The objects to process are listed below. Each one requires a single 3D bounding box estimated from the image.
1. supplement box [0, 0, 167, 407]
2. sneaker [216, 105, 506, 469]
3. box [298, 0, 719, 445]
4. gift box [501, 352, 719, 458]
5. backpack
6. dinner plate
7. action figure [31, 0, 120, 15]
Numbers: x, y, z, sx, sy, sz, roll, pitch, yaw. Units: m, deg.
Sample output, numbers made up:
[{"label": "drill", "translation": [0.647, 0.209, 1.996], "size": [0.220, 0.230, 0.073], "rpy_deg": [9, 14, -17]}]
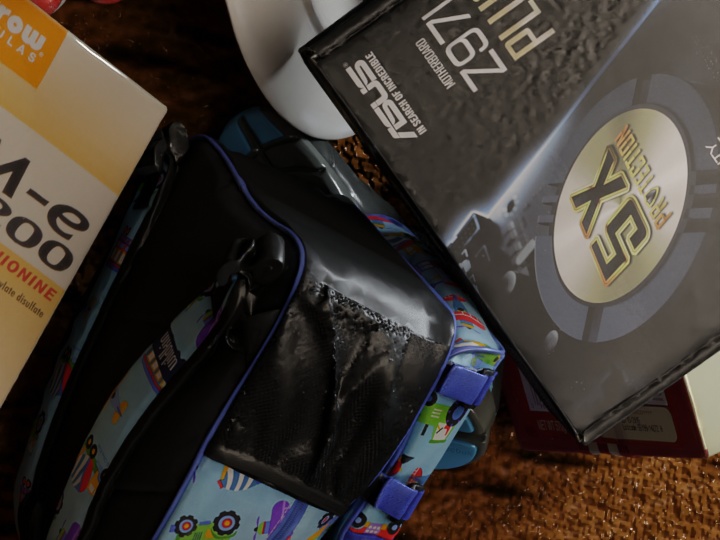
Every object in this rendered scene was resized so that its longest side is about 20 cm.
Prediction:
[{"label": "supplement box", "translation": [-0.185, -0.018, 0.975], "size": [0.126, 0.073, 0.200], "rpy_deg": [37, 71, -32]}, {"label": "sneaker", "translation": [0.000, 0.000, 1.126], "size": [0.200, 0.073, 0.082], "rpy_deg": [56, 35, -20]}, {"label": "box", "translation": [0.096, -0.058, 0.998], "size": [0.164, 0.086, 0.200], "rpy_deg": [-35, 97, -1]}, {"label": "gift box", "translation": [0.169, -0.002, 1.171], "size": [0.187, 0.184, 0.200], "rpy_deg": [-23, 104, -28]}, {"label": "backpack", "translation": [-0.056, 0.065, 0.994], "size": [0.134, 0.183, 0.200], "rpy_deg": [24, 101, -27]}, {"label": "dinner plate", "translation": [-0.006, -0.159, 1.071], "size": [0.200, 0.024, 0.200], "rpy_deg": [-2, 92, -61]}, {"label": "action figure", "translation": [-0.069, -0.178, 1.038], "size": [0.200, 0.099, 0.065], "rpy_deg": [-47, 117, -21]}]
